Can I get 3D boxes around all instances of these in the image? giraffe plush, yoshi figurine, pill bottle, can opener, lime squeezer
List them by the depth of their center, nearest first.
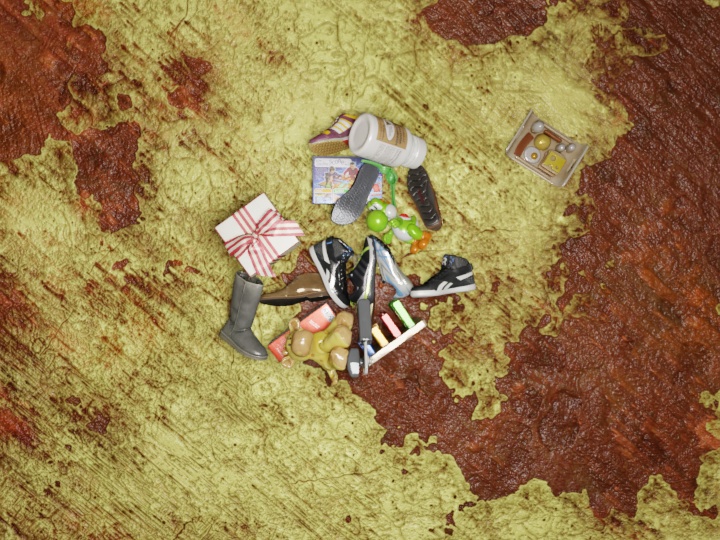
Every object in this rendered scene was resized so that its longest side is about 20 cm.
[{"bbox_3d":[0.001,0.169,1.476,0.066,0.053,0.200,4,65,-4],"label":"can opener"},{"bbox_3d":[-0.119,0.192,1.521,0.162,0.200,0.173,13,48,-7],"label":"giraffe plush"},{"bbox_3d":[0.078,-0.346,1.594,0.200,0.114,0.115,11,90,-34],"label":"pill bottle"},{"bbox_3d":[0.092,-0.115,1.624,0.200,0.112,0.112,37,110,-9],"label":"yoshi figurine"},{"bbox_3d":[0.065,-0.262,1.628,0.071,0.038,0.200,-47,133,-8],"label":"lime squeezer"}]

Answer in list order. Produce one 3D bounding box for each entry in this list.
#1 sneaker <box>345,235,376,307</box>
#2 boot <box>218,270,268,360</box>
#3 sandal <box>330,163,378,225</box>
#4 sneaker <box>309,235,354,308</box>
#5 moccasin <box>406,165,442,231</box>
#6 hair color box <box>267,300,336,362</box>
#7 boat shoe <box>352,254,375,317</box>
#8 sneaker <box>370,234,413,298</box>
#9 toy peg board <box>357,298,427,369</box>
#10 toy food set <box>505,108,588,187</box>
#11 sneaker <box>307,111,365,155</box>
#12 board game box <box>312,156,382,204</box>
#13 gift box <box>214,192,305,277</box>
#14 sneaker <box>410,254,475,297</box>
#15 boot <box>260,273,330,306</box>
[{"bbox_3d":[0.000,0.000,1.587,0.083,0.072,0.200,3,80,3],"label":"sneaker"},{"bbox_3d":[-0.298,0.124,1.595,0.182,0.073,0.200,28,102,19],"label":"boot"},{"bbox_3d":[-0.012,-0.206,1.629,0.076,0.043,0.200,36,79,-11],"label":"sandal"},{"bbox_3d":[-0.053,-0.002,1.629,0.112,0.073,0.200,-28,90,17],"label":"sneaker"},{"bbox_3d":[0.187,-0.207,1.653,0.074,0.078,0.202,-28,73,13],"label":"moccasin"},{"bbox_3d":[-0.158,0.168,1.625,0.200,0.102,0.061,-37,93,-1],"label":"hair color box"},{"bbox_3d":[0.009,0.053,1.652,0.063,0.073,0.200,-1,80,3],"label":"boat shoe"},{"bbox_3d":[0.074,-0.010,1.652,0.072,0.072,0.200,-32,87,11],"label":"sneaker"},{"bbox_3d":[0.063,0.161,1.588,0.199,0.200,0.098,-35,88,-2],"label":"toy peg board"},{"bbox_3d":[0.535,-0.350,1.673,0.200,0.060,0.144,32,89,-2],"label":"toy food set"},{"bbox_3d":[-0.062,-0.388,1.638,0.200,0.075,0.090,-17,72,-17],"label":"sneaker"},{"bbox_3d":[-0.037,-0.255,1.660,0.200,0.034,0.136,1,91,-3],"label":"board game box"},{"bbox_3d":[-0.257,-0.087,1.576,0.185,0.187,0.200,-41,91,-1],"label":"gift box"},{"bbox_3d":[0.224,0.012,1.642,0.200,0.073,0.112,-7,87,-22],"label":"sneaker"},{"bbox_3d":[-0.189,0.055,1.647,0.200,0.074,0.076,-8,75,-9],"label":"boot"}]
